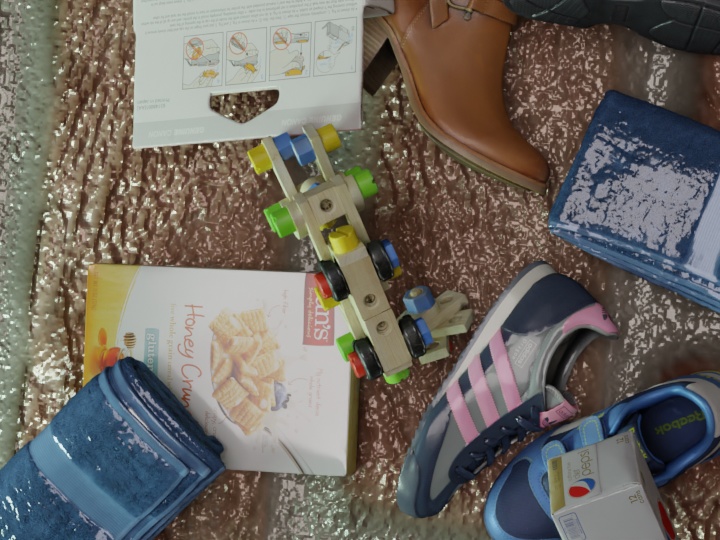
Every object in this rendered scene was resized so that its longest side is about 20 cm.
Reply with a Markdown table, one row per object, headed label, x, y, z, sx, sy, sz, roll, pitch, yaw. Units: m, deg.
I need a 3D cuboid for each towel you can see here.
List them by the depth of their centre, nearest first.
| label | x | y | z | sx | sy | sz | roll | pitch | yaw |
| --- | --- | --- | --- | --- | --- | --- | --- | --- | --- |
| towel | 0.234 | -0.038 | 1.593 | 0.199 | 0.049 | 0.112 | 25 | 92 | 12 |
| towel | -0.196 | 0.160 | 1.658 | 0.112 | 0.049 | 0.200 | 45 | 111 | -2 |

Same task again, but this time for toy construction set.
| label | x | y | z | sx | sy | sz | roll | pitch | yaw |
| --- | --- | --- | --- | --- | --- | --- | --- | --- | --- |
| toy construction set | 0.000 | 0.000 | 1.580 | 0.092 | 0.131 | 0.200 | -38 | 115 | 1 |

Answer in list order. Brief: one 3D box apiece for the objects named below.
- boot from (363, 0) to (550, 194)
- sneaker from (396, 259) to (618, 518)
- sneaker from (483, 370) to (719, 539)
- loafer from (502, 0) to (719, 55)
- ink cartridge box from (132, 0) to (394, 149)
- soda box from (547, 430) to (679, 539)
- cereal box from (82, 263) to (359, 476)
| label | x | y | z | sx | sy | sz | roll | pitch | yaw |
| --- | --- | --- | --- | --- | --- | --- | --- | --- | --- |
| boot | 0.085 | -0.160 | 1.628 | 0.200 | 0.074 | 0.155 | 38 | 92 | 8 |
| sneaker | 0.100 | 0.095 | 1.608 | 0.082 | 0.070 | 0.201 | 33 | 96 | 25 |
| sneaker | 0.168 | 0.128 | 1.592 | 0.200 | 0.082 | 0.074 | -32 | 83 | 11 |
| loafer | 0.196 | -0.196 | 1.592 | 0.199 | 0.072 | 0.063 | 10 | 68 | -6 |
| ink cartridge box | -0.071 | -0.177 | 1.643 | 0.199 | 0.045 | 0.177 | -2 | 86 | 32 |
| soda box | 0.187 | 0.209 | 1.544 | 0.063 | 0.068 | 0.201 | -20 | 116 | 11 |
| cereal box | -0.099 | 0.069 | 1.673 | 0.199 | 0.040 | 0.145 | 2 | 90 | 12 |
